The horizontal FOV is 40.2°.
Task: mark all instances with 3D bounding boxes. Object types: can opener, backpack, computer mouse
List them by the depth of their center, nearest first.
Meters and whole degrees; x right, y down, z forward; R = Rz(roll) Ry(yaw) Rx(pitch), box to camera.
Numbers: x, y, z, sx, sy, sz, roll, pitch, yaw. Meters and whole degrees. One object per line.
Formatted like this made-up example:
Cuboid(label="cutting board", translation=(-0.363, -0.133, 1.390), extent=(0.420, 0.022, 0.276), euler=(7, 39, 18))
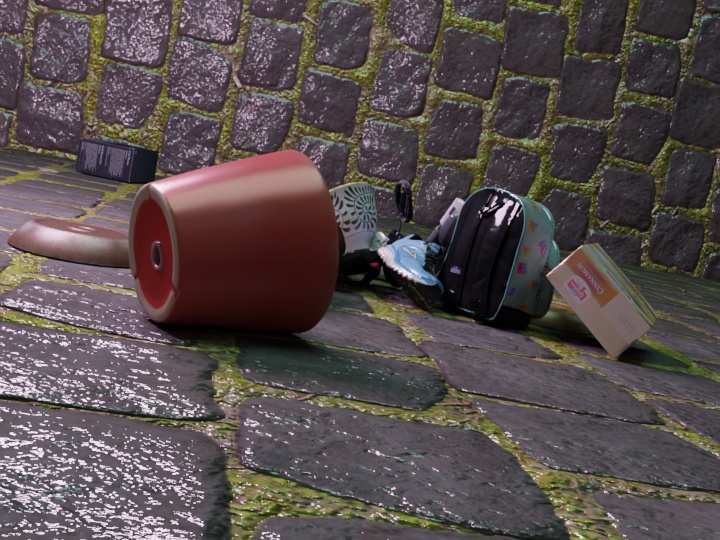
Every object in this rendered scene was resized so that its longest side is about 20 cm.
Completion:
Cuboid(label="backpack", translation=(0.223, -0.023, 1.545), extent=(0.151, 0.204, 0.175), euler=(7, 7, -34))
Cuboid(label="computer mouse", translation=(0.071, -0.060, 1.663), extent=(0.034, 0.203, 0.059), euler=(-16, 39, -30))
Cuboid(label="can opener", translation=(0.132, -0.047, 1.675), extent=(0.066, 0.201, 0.054), euler=(-23, 70, -34))

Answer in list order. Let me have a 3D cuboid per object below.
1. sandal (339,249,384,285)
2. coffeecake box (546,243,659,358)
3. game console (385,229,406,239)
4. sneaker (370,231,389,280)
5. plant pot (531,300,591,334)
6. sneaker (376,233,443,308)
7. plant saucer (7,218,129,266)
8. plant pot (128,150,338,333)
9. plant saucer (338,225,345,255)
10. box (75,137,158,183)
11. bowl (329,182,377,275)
Cuboid(label="sandal", translation=(0.000, 0.000, 1.612), extent=(0.074, 0.046, 0.200), euler=(-31, -8, 13))
Cuboid(label="coffeecake box", translation=(0.370, 0.041, 1.487), extent=(0.154, 0.073, 0.199), euler=(52, 17, 11))
Cuboid(label="game console", translation=(0.064, -0.013, 2.009), extent=(0.170, 0.119, 0.200), euler=(42, 3, -7))
Cuboid(label="sneaker", translation=(0.035, -0.028, 1.816), extent=(0.198, 0.082, 0.070), euler=(17, 7, 33))
Cuboid(label="plant pot", translation=(0.320, 0.071, 1.680), extent=(0.196, 0.028, 0.200), euler=(12, 7, -1))
Cuboid(label="sneaker", translation=(0.091, -0.013, 1.549), extent=(0.079, 0.089, 0.200), euler=(54, 0, -27))
Cuboid(label="plant saucer", translation=(-0.397, -0.043, 1.399), extent=(0.196, 0.037, 0.200), euler=(11, 7, -1))
Cuboid(label="plant pot", translation=(-0.144, -0.025, 1.056), extent=(0.175, 0.205, 0.199), euler=(-6, 15, -34))
Cuboid(label="plant saucer", translation=(-0.120, -0.054, 1.564), extent=(0.197, 0.036, 0.202), euler=(16, -36, 12))
Cuboid(label="box", translation=(-0.742, -0.335, 3.009), extent=(0.178, 0.106, 0.200), euler=(11, 7, 10))
Cuboid(label="bowl", translation=(-0.042, -0.052, 1.667), extent=(0.199, 0.200, 0.095), euler=(0, 56, -58))
